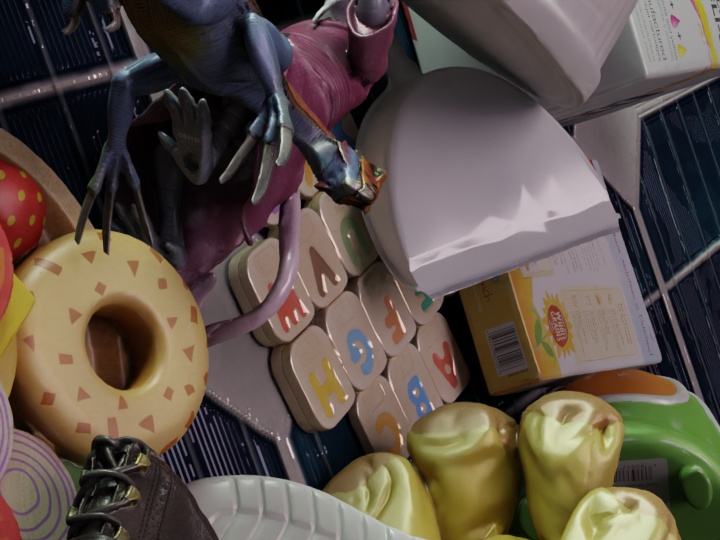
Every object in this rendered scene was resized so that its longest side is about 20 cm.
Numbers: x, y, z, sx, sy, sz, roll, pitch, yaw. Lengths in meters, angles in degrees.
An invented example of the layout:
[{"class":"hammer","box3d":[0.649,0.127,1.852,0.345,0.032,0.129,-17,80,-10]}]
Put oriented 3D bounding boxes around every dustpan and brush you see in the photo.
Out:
[{"class":"dustpan and brush","box3d":[0.041,-0.086,0.911,0.139,0.057,0.201,-19,80,-26]}]

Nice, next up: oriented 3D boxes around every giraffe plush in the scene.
[{"class":"giraffe plush","box3d":[0.080,0.183,0.817,0.163,0.172,0.201,69,15,-48]}]

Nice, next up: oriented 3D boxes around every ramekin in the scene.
[{"class":"ramekin","box3d":[0.064,-0.183,0.856,0.094,0.202,0.202,-51,131,0]}]

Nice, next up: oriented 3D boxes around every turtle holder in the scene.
[{"class":"turtle holder","box3d":[0.162,0.140,0.952,0.186,0.141,0.132,49,23,-21]}]

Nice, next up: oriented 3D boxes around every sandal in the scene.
[{"class":"sandal","box3d":[0.003,0.149,0.711,0.050,0.202,0.083,103,4,-58]}]

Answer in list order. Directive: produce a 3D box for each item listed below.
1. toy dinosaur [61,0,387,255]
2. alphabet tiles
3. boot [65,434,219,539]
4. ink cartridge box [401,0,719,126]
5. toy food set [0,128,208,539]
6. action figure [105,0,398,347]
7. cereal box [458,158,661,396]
[{"class":"toy dinosaur","box3d":[-0.045,-0.091,0.606,0.181,0.105,0.201,11,98,-55]},{"class":"alphabet tiles","box3d":[0.000,0.000,0.882,0.200,0.015,0.196,-43,113,-55]},{"class":"boot","box3d":[-0.103,0.124,0.559,0.175,0.069,0.200,-79,150,-46]},{"class":"ink cartridge box","box3d":[0.136,-0.173,1.041,0.200,0.144,0.146,-17,90,-58]},{"class":"toy food set","box3d":[-0.145,0.031,0.621,0.200,0.048,0.198,54,38,-28]},{"class":"action figure","box3d":[-0.028,-0.079,0.766,0.200,0.133,0.149,-45,115,-51]},{"class":"cereal box","box3d":[0.116,-0.002,1.013,0.200,0.039,0.145,2,70,-60]}]
